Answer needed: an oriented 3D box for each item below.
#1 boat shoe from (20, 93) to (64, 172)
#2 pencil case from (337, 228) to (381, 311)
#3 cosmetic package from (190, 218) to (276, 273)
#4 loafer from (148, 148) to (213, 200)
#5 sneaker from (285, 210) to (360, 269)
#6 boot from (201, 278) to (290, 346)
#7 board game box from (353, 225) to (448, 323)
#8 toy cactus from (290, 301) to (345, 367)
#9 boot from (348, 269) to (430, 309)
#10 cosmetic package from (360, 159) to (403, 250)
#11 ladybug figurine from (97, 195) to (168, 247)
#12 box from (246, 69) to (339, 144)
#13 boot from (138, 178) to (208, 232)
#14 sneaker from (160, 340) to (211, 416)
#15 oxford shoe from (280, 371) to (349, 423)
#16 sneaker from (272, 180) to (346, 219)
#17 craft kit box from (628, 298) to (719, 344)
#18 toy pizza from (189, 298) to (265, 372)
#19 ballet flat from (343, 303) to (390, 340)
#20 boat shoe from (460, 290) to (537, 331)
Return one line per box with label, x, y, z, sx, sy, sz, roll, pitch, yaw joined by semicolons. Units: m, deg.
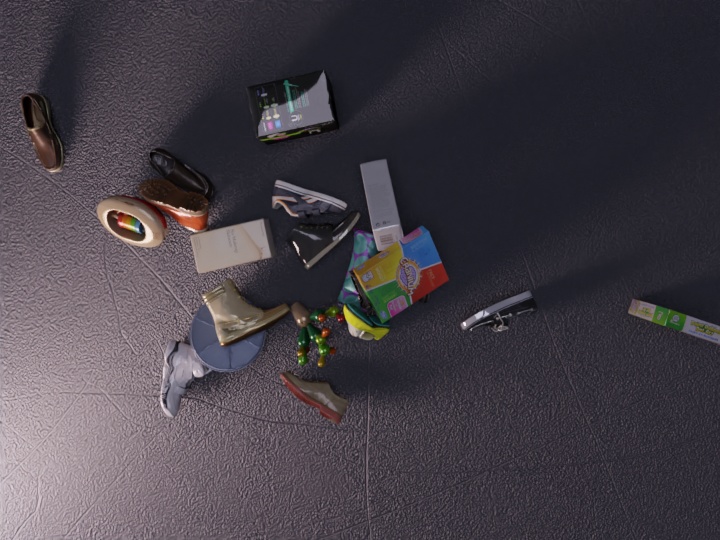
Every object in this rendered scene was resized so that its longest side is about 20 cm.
boat shoe;-0.838;-0.359;1.521;0.073;0.075;0.206;-17;93;4
pencil case;0.000;0.000;1.497;0.091;0.085;0.204;17;95;31
cosmetic package;-0.328;-0.065;1.517;0.196;0.073;0.105;-13;93;5
loafer;-0.473;-0.245;1.512;0.198;0.071;0.074;32;95;1
sneaker;-0.098;-0.106;1.499;0.200;0.075;0.106;-42;93;6
boot;-0.296;0.087;1.513;0.197;0.073;0.157;-24;79;-10
board game box;0.100;0.010;1.402;0.198;0.040;0.154;-33;121;-6
toy cactus;-0.118;0.146;1.509;0.165;0.101;0.202;49;131;27
boot;0.070;0.040;1.463;0.173;0.069;0.202;-37;115;-13
cosmetic package;0.053;-0.161;1.432;0.073;0.102;0.203;-11;62;4
ladybug figurine;-0.581;-0.133;1.512;0.197;0.072;0.137;21;131;6
box;-0.163;-0.399;1.446;0.196;0.149;0.127;-12;94;4
boot;-0.481;-0.163;1.509;0.197;0.108;0.076;24;57;9
sneaker;-0.460;0.290;1.546;0.113;0.075;0.204;5;91;5
oxford shoe;-0.121;0.320;1.547;0.199;0.071;0.075;36;69;2
sneaker;-0.134;-0.167;1.498;0.197;0.078;0.081;17;90;13
craft kit box;0.783;0.129;1.408;0.194;0.200;0.049;16;95;1
toy pizza;-0.348;0.166;1.537;0.196;0.032;0.204;2;76;-8
ballet flat;0.008;0.138;1.463;0.067;0.199;0.067;-49;56;10
boat shoe;0.356;0.120;1.493;0.197;0.074;0.069;-23;78;-5
